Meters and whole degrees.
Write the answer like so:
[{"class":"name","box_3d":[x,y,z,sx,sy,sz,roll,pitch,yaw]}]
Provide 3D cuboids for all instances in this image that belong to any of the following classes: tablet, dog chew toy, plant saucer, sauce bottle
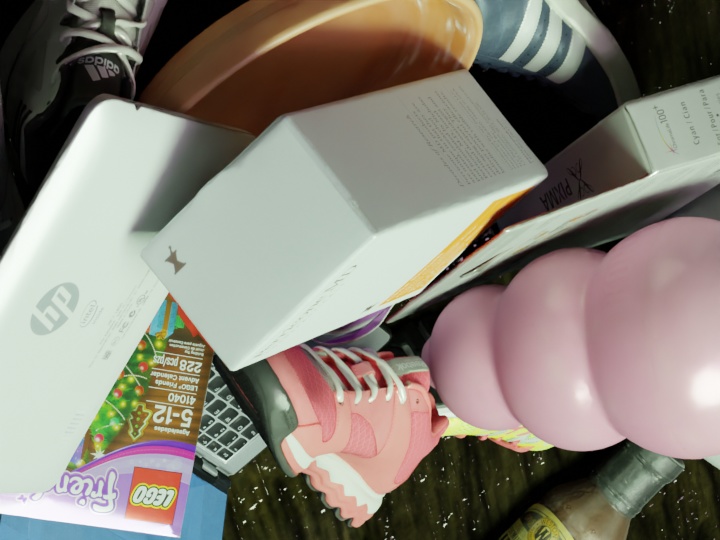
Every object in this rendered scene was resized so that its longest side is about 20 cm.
[{"class":"tablet","box_3d":[-0.128,0.016,1.153,0.200,0.014,0.130,-59,152,11]},{"class":"dog chew toy","box_3d":[0.126,0.039,1.351,0.200,0.125,0.125,-6,147,27]},{"class":"plant saucer","box_3d":[-0.035,-0.082,1.231,0.200,0.037,0.200,-29,161,-11]},{"class":"sauce bottle","box_3d":[0.118,0.178,1.609,0.200,0.065,0.065,-48,137,6]}]

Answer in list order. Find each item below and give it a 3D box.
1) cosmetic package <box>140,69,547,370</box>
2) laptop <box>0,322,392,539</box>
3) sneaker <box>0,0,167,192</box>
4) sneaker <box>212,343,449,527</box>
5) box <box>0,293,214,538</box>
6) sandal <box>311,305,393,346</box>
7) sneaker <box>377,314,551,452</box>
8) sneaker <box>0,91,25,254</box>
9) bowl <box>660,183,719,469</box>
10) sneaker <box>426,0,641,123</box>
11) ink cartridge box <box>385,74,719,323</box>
[{"class":"cosmetic package","box_3d":[-0.002,-0.027,1.194,0.101,0.071,0.200,-43,170,27]},{"class":"laptop","box_3d":[-0.083,0.092,1.350,0.200,0.116,0.187,-41,139,9]},{"class":"sneaker","box_3d":[-0.103,-0.119,1.148,0.076,0.115,0.201,13,118,-23]},{"class":"sneaker","box_3d":[-0.010,0.062,1.321,0.087,0.074,0.200,-36,155,2]},{"class":"box","box_3d":[-0.169,0.047,1.236,0.200,0.039,0.137,11,89,-27]},{"class":"sandal","box_3d":[-0.003,0.007,1.335,0.203,0.050,0.083,-13,129,-60]},{"class":"sneaker","box_3d":[0.085,0.074,1.486,0.200,0.078,0.090,-10,132,-30]},{"class":"sneaker","box_3d":[-0.186,-0.053,1.135,0.076,0.092,0.200,-27,118,-19]},{"class":"bowl","box_3d":[0.224,0.024,1.498,0.200,0.075,0.200,34,65,-48]},{"class":"sneaker","box_3d":[0.074,-0.125,1.319,0.084,0.075,0.200,-35,134,7]},{"class":"ink cartridge box","box_3d":[0.111,-0.040,1.346,0.176,0.045,0.200,-18,172,-21]}]
